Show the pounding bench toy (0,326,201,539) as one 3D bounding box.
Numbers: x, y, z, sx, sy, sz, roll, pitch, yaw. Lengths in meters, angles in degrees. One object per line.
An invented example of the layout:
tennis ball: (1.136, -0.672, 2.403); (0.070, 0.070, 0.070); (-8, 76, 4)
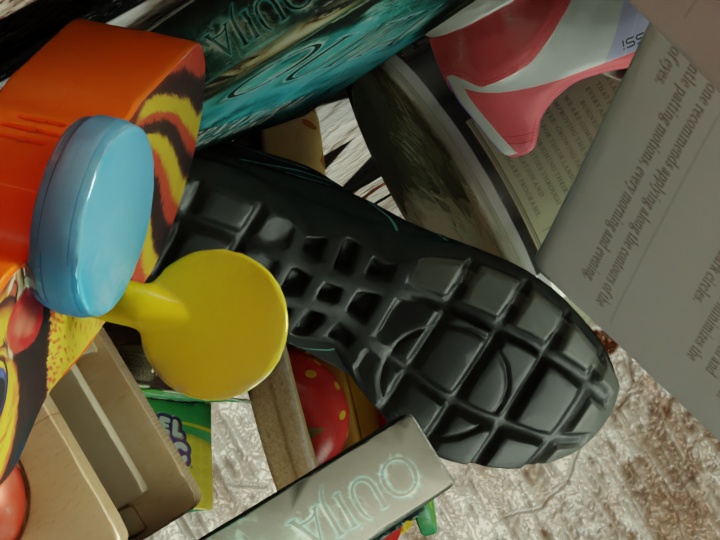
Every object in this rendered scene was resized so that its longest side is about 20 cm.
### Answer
pounding bench toy: (-0.172, 0.072, 0.849); (0.200, 0.124, 0.156); (-31, 178, 6)

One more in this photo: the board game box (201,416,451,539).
board game box: (-0.080, 0.115, 0.830); (0.200, 0.028, 0.135); (-29, 175, -37)

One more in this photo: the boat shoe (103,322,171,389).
boat shoe: (-0.103, 0.018, 1.124); (0.072, 0.072, 0.200); (-20, 169, 24)

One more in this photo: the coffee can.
coffee can: (0.115, -0.074, 1.180); (0.200, 0.146, 0.146); (-31, 178, -10)

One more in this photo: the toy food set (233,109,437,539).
toy food set: (-0.014, 0.028, 1.152); (0.049, 0.200, 0.198); (-14, 179, 5)

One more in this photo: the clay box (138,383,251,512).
clay box: (-0.145, 0.073, 1.096); (0.115, 0.048, 0.200); (9, 165, -42)

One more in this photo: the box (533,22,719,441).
box: (0.197, -0.045, 0.922); (0.200, 0.171, 0.199); (-38, 164, -27)

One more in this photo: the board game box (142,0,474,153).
board game box: (-0.017, -0.076, 0.904); (0.135, 0.028, 0.200); (-32, 178, 28)

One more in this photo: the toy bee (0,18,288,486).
toy bee: (-0.098, 0.009, 0.685); (0.131, 0.109, 0.200); (22, -157, 33)

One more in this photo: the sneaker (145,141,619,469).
sneaker: (0.000, 0.000, 0.999); (0.075, 0.200, 0.079); (-58, -163, 20)

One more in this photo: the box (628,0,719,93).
box: (0.194, -0.127, 0.711); (0.199, 0.131, 0.200); (-29, 160, -43)

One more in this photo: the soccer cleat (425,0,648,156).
soccer cleat: (0.110, -0.113, 1.077); (0.200, 0.073, 0.068); (-29, -168, -26)
